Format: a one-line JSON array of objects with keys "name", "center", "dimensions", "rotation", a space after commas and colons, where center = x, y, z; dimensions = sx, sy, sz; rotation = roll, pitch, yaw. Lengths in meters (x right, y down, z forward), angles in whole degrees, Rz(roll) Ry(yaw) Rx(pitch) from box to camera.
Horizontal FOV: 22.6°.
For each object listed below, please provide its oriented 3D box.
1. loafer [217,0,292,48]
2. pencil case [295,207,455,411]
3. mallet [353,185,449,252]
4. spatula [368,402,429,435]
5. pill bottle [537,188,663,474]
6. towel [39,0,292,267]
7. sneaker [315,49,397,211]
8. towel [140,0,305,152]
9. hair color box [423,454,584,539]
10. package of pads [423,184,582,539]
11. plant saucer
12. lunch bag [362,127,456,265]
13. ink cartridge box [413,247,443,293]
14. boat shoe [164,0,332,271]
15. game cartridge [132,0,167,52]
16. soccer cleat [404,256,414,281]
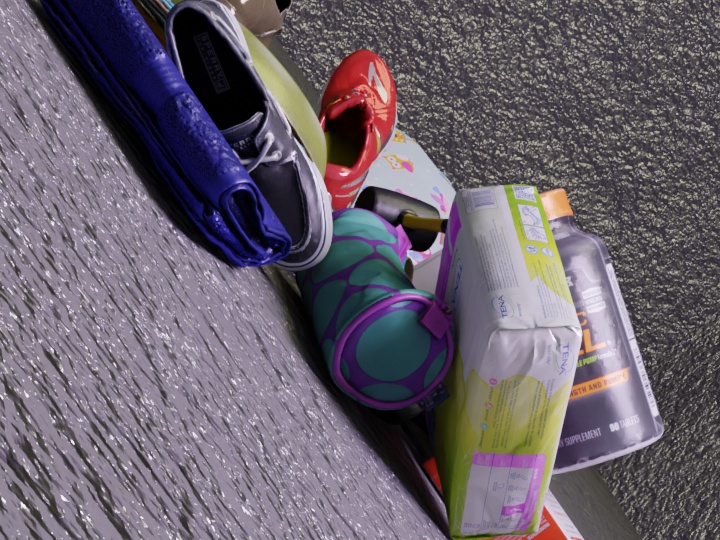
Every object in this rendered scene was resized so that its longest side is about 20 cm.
[{"name": "loafer", "center": [-0.096, -0.243, 1.651], "dimensions": [0.076, 0.067, 0.200], "rotation": [53, 5, -3]}, {"name": "pencil case", "center": [0.009, 0.023, 1.240], "dimensions": [0.085, 0.092, 0.200], "rotation": [63, 0, -22]}, {"name": "mallet", "center": [0.070, -0.030, 1.337], "dimensions": [0.066, 0.041, 0.200], "rotation": [17, -3, -34]}, {"name": "spatula", "center": [0.030, 0.103, 1.314], "dimensions": [0.056, 0.021, 0.200], "rotation": [43, 4, 15]}, {"name": "pill bottle", "center": [0.148, 0.043, 1.342], "dimensions": [0.106, 0.106, 0.201], "rotation": [4, 68, -84]}, {"name": "towel", "center": [-0.122, -0.095, 1.112], "dimensions": [0.200, 0.049, 0.148], "rotation": [55, -2, 18]}, {"name": "sneaker", "center": [-0.004, -0.129, 1.577], "dimensions": [0.077, 0.085, 0.201], "rotation": [18, 50, -3]}, {"name": "towel", "center": [-0.114, -0.160, 1.340], "dimensions": [0.200, 0.022, 0.147], "rotation": [49, 0, -11]}, {"name": "hair color box", "center": [0.134, 0.212, 1.339], "dimensions": [0.200, 0.064, 0.111], "rotation": [54, 5, 17]}, {"name": "package of pads", "center": [0.089, 0.066, 1.207], "dimensions": [0.155, 0.068, 0.201], "rotation": [-101, -166, -50]}, {"name": "plant saucer", "center": [-0.091, -0.147, 1.466], "dimensions": [0.200, 0.031, 0.200], "rotation": [45, -12, 12]}, {"name": "lunch bag", "center": [0.013, -0.052, 1.647], "dimensions": [0.160, 0.077, 0.200], "rotation": [-7, 51, -44]}, {"name": "ink cartridge box", "center": [0.095, 0.088, 1.507], "dimensions": [0.146, 0.084, 0.200], "rotation": [57, -6, 24]}, {"name": "boat shoe", "center": [-0.077, -0.090, 1.210], "dimensions": [0.068, 0.071, 0.201], "rotation": [-75, 144, -82]}, {"name": "game cartridge", "center": [-0.095, -0.103, 1.375], "dimensions": [0.200, 0.032, 0.176], "rotation": [51, 1, 38]}, {"name": "soccer cleat", "center": [0.000, 0.000, 1.422], "dimensions": [0.200, 0.077, 0.069], "rotation": [57, 6, 37]}]
